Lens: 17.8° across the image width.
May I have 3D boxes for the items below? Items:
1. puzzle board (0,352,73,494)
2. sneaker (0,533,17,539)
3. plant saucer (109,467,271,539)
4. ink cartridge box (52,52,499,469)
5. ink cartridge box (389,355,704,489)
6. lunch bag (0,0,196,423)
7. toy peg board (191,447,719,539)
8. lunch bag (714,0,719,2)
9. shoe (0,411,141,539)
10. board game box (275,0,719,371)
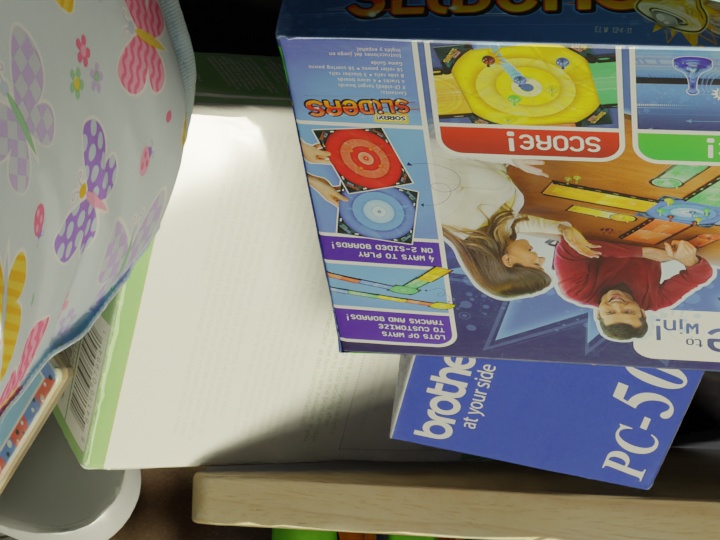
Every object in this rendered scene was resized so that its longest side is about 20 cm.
[{"bbox_3d":[-0.190,0.047,0.859,0.017,0.151,0.200,-13,147,-47],"label":"puzzle board"},{"bbox_3d":[-0.149,0.143,1.011,0.199,0.071,0.080,29,164,-12],"label":"sneaker"},{"bbox_3d":[-0.106,0.112,1.046,0.198,0.037,0.201,6,142,4],"label":"plant saucer"},{"bbox_3d":[0.000,0.000,0.821,0.198,0.048,0.147,0,120,-27],"label":"ink cartridge box"},{"bbox_3d":[0.072,-0.012,0.711,0.093,0.044,0.201,11,141,-3],"label":"ink cartridge box"},{"bbox_3d":[-0.135,-0.060,0.655,0.126,0.170,0.201,-13,111,25],"label":"lunch bag"},{"bbox_3d":[0.051,0.122,0.891,0.198,0.099,0.199,2,-179,9],"label":"toy peg board"},{"bbox_3d":[0.062,-0.140,0.572,0.198,0.161,0.077,6,143,3],"label":"lunch bag"},{"bbox_3d":[-0.151,0.062,0.911,0.199,0.072,0.091,30,160,31],"label":"shoe"},{"bbox_3d":[0.084,-0.025,0.626,0.198,0.035,0.136,3,141,10],"label":"board game box"}]
